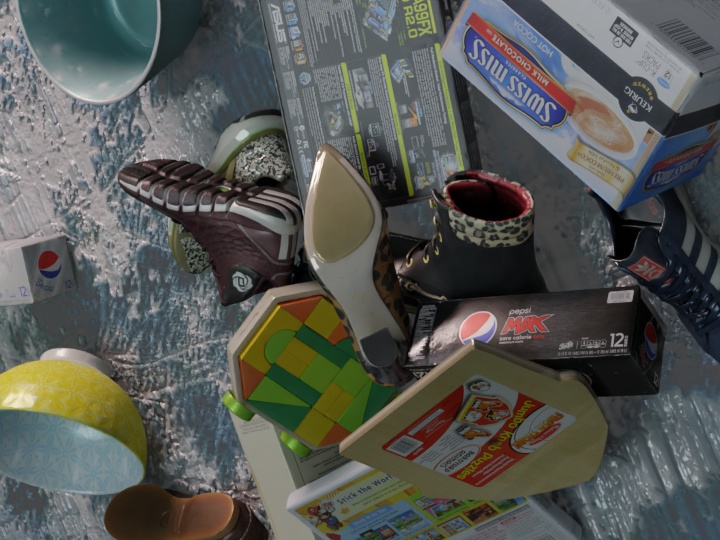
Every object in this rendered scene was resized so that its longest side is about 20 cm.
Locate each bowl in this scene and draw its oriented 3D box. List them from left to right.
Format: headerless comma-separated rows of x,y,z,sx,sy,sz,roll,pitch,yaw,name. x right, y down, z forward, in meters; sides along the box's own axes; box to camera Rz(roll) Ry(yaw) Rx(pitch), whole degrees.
-0.314,0.148,1.798,0.199,0.200,0.108,-21,47,41,bowl
-0.227,-0.265,1.611,0.200,0.105,0.203,13,111,36,bowl

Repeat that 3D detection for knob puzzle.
0.113,0.128,1.374,0.220,0.218,0.031,-45,35,39,knob puzzle

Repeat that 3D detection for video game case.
0.064,0.220,1.500,0.199,0.023,0.182,-31,120,35,video game case

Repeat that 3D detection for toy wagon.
-0.022,0.095,1.518,0.156,0.199,0.040,-52,25,5,toy wagon

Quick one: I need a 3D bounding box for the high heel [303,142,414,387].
0.000,0.000,1.434,0.071,0.143,0.202,-16,77,4,high heel

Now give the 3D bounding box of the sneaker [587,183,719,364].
0.242,0.000,1.320,0.075,0.084,0.201,-42,76,39,sneaker

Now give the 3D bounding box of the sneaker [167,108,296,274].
-0.119,-0.056,1.593,0.201,0.076,0.089,-57,48,36,sneaker

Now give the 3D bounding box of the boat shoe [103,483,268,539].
-0.184,0.269,1.768,0.199,0.070,0.071,0,63,41,boat shoe

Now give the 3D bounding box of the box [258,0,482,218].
0.010,-0.154,1.454,0.159,0.044,0.202,-10,99,17,box

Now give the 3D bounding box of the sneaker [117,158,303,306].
-0.142,-0.027,1.543,0.199,0.075,0.117,18,117,31,sneaker

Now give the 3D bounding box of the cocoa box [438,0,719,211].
0.186,-0.166,1.282,0.200,0.133,0.132,44,128,21,cocoa box

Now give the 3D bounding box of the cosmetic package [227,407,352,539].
-0.039,0.197,1.598,0.071,0.105,0.202,-18,91,54,cosmetic package

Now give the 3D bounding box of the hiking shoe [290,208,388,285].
-0.024,-0.008,1.537,0.074,0.086,0.202,10,110,37,hiking shoe

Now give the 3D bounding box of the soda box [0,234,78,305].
-0.406,0.003,1.869,0.199,0.068,0.064,-4,101,41,soda box

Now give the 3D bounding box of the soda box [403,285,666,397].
0.140,0.062,1.359,0.198,0.071,0.064,-4,57,30,soda box

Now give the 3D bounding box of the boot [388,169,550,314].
0.070,-0.028,1.424,0.202,0.074,0.154,20,145,27,boot
